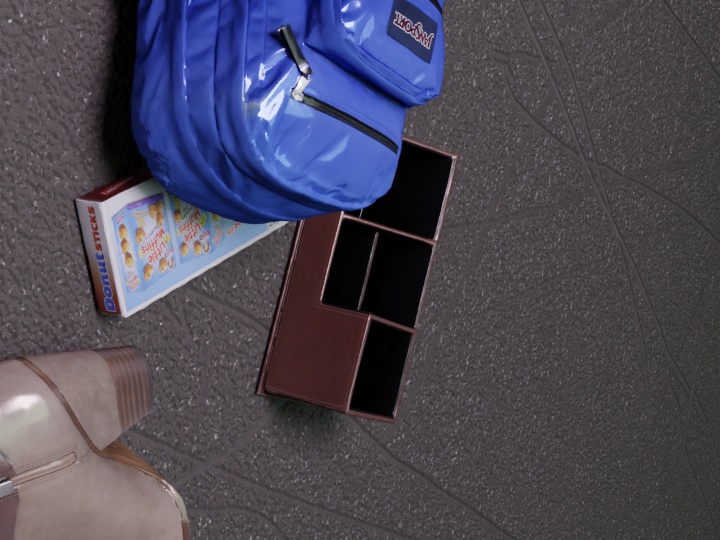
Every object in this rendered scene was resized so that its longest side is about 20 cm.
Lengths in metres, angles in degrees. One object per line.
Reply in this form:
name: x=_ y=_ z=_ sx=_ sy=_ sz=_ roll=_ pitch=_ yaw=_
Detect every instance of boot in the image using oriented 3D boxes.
boot: x=-0.171 y=0.137 z=0.696 sx=0.145 sy=0.070 sz=0.203 roll=-28 pitch=120 yaw=-42

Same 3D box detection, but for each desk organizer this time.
desk organizer: x=0.000 y=0.000 z=0.889 sx=0.071 sy=0.076 sz=0.203 roll=21 pitch=82 yaw=-55

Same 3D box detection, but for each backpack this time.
backpack: x=-0.040 y=-0.132 z=0.708 sx=0.162 sy=0.166 sz=0.203 roll=20 pitch=74 yaw=-47

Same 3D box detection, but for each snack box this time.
snack box: x=-0.091 y=-0.044 z=0.790 sx=0.199 sy=0.024 sz=0.073 roll=-34 pitch=125 yaw=-47
